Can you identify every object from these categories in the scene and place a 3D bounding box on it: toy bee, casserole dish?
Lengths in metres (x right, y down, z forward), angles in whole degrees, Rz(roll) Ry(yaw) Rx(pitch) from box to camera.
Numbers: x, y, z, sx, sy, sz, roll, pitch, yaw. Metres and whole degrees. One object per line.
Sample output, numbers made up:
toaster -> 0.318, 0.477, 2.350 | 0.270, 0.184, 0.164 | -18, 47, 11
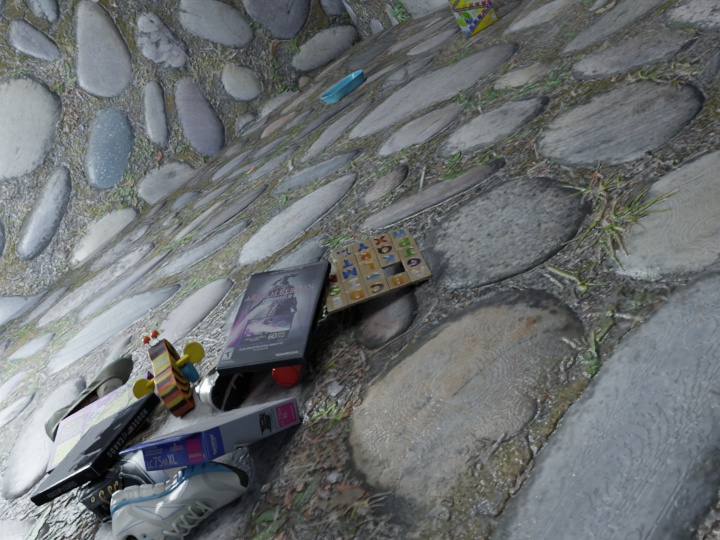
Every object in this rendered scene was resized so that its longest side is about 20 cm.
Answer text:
toy bee -> -0.333, 0.163, 1.195 | 0.131, 0.110, 0.198 | -44, 24, -21
casserole dish -> -0.062, -0.681, 2.642 | 0.199, 0.039, 0.121 | -39, 22, -15

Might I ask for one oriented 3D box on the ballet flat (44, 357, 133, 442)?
ballet flat -> -0.499, 0.250, 1.332 | 0.199, 0.068, 0.063 | -41, 50, -15

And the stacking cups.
stacking cups -> -0.097, 0.092, 1.076 | 0.059, 0.061, 0.202 | -22, 25, 24

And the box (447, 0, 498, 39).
box -> 0.343, -0.880, 2.276 | 0.120, 0.195, 0.201 | -25, 22, 16

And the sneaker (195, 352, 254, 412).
sneaker -> -0.185, 0.130, 1.102 | 0.079, 0.074, 0.201 | -10, 31, 48

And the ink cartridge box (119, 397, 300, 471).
ink cartridge box -> -0.178, 0.202, 0.864 | 0.117, 0.043, 0.198 | -18, -8, 33

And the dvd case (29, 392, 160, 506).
dvd case -> -0.397, 0.267, 1.058 | 0.198, 0.025, 0.151 | -31, 17, 37

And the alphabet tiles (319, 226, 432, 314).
alphabet tiles -> 0.000, 0.000, 1.108 | 0.195, 0.008, 0.168 | -19, 31, -1

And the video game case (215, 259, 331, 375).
video game case -> -0.125, 0.067, 1.057 | 0.139, 0.019, 0.203 | -10, 40, 19

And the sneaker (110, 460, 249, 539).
sneaker -> -0.215, 0.292, 0.840 | 0.196, 0.075, 0.088 | -25, 45, 18

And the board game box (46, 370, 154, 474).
board game box -> -0.444, 0.265, 1.221 | 0.197, 0.033, 0.121 | -29, 37, 9

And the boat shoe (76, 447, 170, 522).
boat shoe -> -0.318, 0.299, 0.956 | 0.091, 0.071, 0.198 | -48, 19, -30
